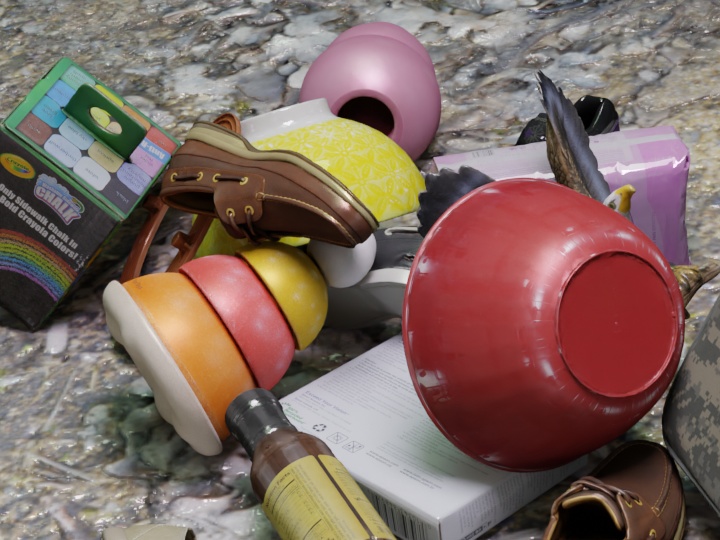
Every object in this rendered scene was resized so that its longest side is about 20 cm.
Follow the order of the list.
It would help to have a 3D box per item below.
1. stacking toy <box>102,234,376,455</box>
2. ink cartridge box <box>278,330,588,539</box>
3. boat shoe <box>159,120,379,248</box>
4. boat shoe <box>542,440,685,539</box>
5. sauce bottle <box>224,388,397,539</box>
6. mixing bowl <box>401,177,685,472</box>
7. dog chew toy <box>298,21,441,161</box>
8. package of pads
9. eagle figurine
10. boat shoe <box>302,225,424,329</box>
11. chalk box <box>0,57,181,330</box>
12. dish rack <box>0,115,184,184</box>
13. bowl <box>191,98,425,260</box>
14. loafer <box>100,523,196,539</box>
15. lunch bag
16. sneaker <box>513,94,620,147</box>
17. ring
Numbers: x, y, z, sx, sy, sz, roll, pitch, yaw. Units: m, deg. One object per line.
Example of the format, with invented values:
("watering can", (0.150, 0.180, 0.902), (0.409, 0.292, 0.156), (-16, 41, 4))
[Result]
("stacking toy", (-0.073, 0.027, 1.624), (0.200, 0.146, 0.146), (-32, 36, -8))
("ink cartridge box", (0.059, 0.110, 1.601), (0.200, 0.041, 0.200), (-29, 37, -32))
("boat shoe", (-0.068, -0.047, 1.608), (0.200, 0.072, 0.068), (22, 69, 43))
("boat shoe", (0.159, 0.168, 1.446), (0.072, 0.068, 0.200), (9, 35, 25))
("sauce bottle", (-0.033, 0.153, 1.507), (0.065, 0.065, 0.200), (-18, 41, -17))
("mixing bowl", (0.140, 0.035, 1.477), (0.200, 0.200, 0.108), (-26, 11, -28))
("dog chew toy", (0.013, -0.163, 1.988), (0.124, 0.125, 0.200), (-3, 24, 7))
("package of pads", (0.159, -0.042, 1.751), (0.200, 0.121, 0.076), (-8, 31, -2))
("eagle figurine", (0.159, -0.030, 1.632), (0.200, 0.151, 0.152), (38, 23, 13))
("boat shoe", (0.000, 0.000, 1.712), (0.200, 0.074, 0.060), (-7, 51, 54))
("chalk box", (-0.237, -0.075, 1.788), (0.125, 0.200, 0.124), (39, 36, -7))
("dish rack", (-0.216, -0.096, 1.936), (0.200, 0.044, 0.172), (10, 0, 26))
("bowl", (-0.050, -0.075, 1.781), (0.200, 0.108, 0.200), (-16, 2, 1))
("loafer", (-0.113, 0.216, 1.432), (0.068, 0.076, 0.200), (-21, 33, -11))
("lunch bag", (0.316, 0.114, 1.449), (0.168, 0.139, 0.200), (11, 23, -25))
("sneaker", (0.138, -0.084, 1.856), (0.200, 0.088, 0.076), (-32, 39, -34))
("ring", (-0.151, -0.037, 1.765), (0.019, 0.200, 0.200), (29, 27, -17))
